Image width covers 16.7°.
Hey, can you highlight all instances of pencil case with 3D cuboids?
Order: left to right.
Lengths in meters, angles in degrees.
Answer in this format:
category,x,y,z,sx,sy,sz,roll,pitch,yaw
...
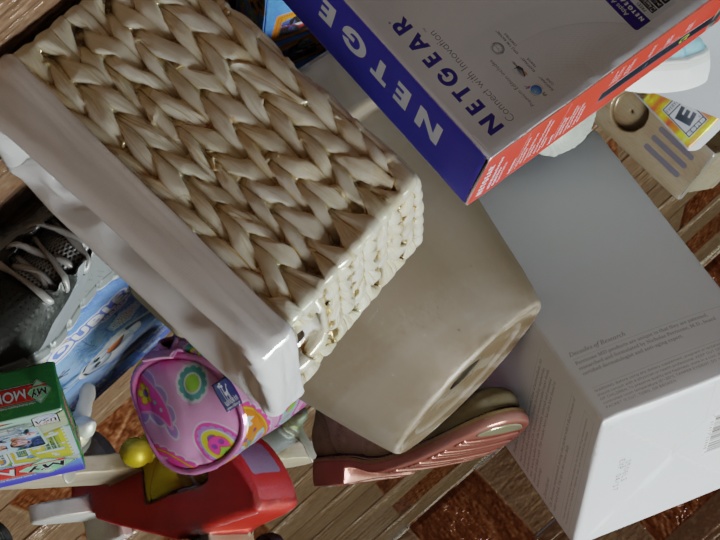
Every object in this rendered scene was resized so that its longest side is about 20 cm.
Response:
category,x,y,z,sx,sy,sz,roll,pitch,yaw
pencil case,-0.059,0.047,1.486,0.088,0.087,0.200,-52,170,36

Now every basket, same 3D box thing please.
category,x,y,z,sx,sy,sz,roll,pitch,yaw
basket,-0.074,-0.047,1.203,0.123,0.200,0.136,-46,169,-10

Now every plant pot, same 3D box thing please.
category,x,y,z,sx,sy,sz,roll,pitch,yaw
plant pot,0.000,0.000,1.361,0.200,0.174,0.200,-44,169,-11

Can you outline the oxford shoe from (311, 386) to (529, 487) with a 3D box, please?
category,x,y,z,sx,sy,sz,roll,pitch,yaw
oxford shoe,0.026,0.085,1.477,0.071,0.074,0.200,-4,171,-36

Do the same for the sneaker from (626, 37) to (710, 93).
category,x,y,z,sx,sy,sz,roll,pitch,yaw
sneaker,0.118,-0.146,1.312,0.199,0.074,0.082,6,106,-38

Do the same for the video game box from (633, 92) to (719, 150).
category,x,y,z,sx,sy,sz,roll,pitch,yaw
video game box,0.221,-0.210,1.575,0.200,0.182,0.047,-46,169,14

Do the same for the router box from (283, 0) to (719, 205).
category,x,y,z,sx,sy,sz,roll,pitch,yaw
router box,0.057,-0.159,1.202,0.179,0.200,0.049,-36,167,-25

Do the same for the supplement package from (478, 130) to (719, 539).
category,x,y,z,sx,sy,sz,roll,pitch,yaw
supplement package,0.133,0.036,1.457,0.119,0.200,0.122,-19,143,-21

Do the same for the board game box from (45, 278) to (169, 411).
category,x,y,z,sx,sy,sz,roll,pitch,yaw
board game box,-0.202,0.060,1.504,0.200,0.043,0.199,-43,167,2

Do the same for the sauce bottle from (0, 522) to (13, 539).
category,x,y,z,sx,sy,sz,roll,pitch,yaw
sauce bottle,-0.291,0.194,1.632,0.065,0.065,0.200,-46,166,15

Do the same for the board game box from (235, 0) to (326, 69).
category,x,y,z,sx,sy,sz,roll,pitch,yaw
board game box,0.005,-0.161,1.344,0.151,0.037,0.200,-24,164,-13

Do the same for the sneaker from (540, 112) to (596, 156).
category,x,y,z,sx,sy,sz,roll,pitch,yaw
sneaker,0.062,-0.117,1.385,0.200,0.072,0.072,28,89,-54

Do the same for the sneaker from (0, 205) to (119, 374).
category,x,y,z,sx,sy,sz,roll,pitch,yaw
sneaker,-0.155,-0.029,1.315,0.200,0.075,0.116,-44,168,-46

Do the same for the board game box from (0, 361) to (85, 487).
category,x,y,z,sx,sy,sz,roll,pitch,yaw
board game box,-0.252,0.100,1.318,0.199,0.029,0.135,-13,162,-5

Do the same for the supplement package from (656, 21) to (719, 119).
category,x,y,z,sx,sy,sz,roll,pitch,yaw
supplement package,0.209,-0.228,1.404,0.191,0.146,0.201,108,3,-64

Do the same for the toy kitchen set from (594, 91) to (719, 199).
category,x,y,z,sx,sy,sz,roll,pitch,yaw
toy kitchen set,0.127,-0.069,1.761,0.200,0.180,0.163,-51,164,20

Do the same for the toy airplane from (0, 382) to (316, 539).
category,x,y,z,sx,sy,sz,roll,pitch,yaw
toy airplane,-0.127,0.117,1.556,0.200,0.198,0.142,-29,121,-82
